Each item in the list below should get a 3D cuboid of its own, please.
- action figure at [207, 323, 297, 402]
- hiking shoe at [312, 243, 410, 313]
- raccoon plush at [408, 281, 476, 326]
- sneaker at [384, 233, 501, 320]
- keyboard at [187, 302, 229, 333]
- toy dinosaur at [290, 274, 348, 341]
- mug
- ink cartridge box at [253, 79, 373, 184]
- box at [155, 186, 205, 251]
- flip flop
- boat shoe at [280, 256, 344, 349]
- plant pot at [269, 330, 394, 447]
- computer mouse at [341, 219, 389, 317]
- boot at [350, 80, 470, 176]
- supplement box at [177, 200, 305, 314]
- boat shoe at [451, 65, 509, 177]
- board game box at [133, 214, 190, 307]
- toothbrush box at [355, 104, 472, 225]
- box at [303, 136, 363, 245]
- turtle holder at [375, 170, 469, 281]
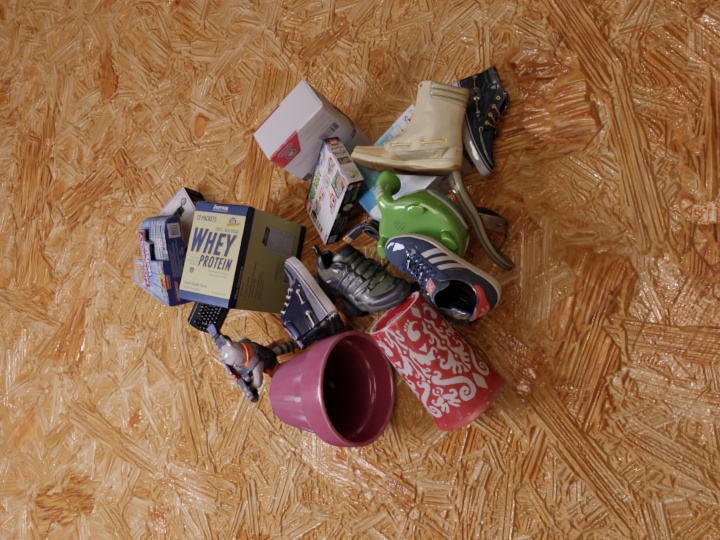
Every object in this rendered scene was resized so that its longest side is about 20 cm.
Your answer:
[{"bbox_3d":[-0.212,0.157,1.068,0.105,0.193,0.200,-49,64,12],"label":"action figure"},{"bbox_3d":[-0.007,0.008,0.936,0.200,0.101,0.076,10,44,36],"label":"hiking shoe"},{"bbox_3d":[0.130,0.052,0.939,0.199,0.134,0.097,-10,79,26],"label":"raccoon plush"},{"bbox_3d":[0.111,0.010,0.819,0.200,0.084,0.075,27,129,24],"label":"sneaker"},{"bbox_3d":[-0.327,0.045,1.200,0.201,0.104,0.040,-66,22,5],"label":"keyboard"},{"bbox_3d":[-0.087,0.071,1.059,0.200,0.102,0.136,142,130,-66],"label":"toy dinosaur"},{"bbox_3d":[0.104,0.155,0.899,0.177,0.133,0.200,-36,98,34],"label":"mug"},{"bbox_3d":[-0.088,-0.258,1.066,0.147,0.200,0.083,-42,63,15],"label":"ink cartridge box"},{"bbox_3d":[-0.396,-0.085,1.278,0.117,0.060,0.200,-43,65,16],"label":"box"},{"bbox_3d":[0.214,-0.086,0.908,0.057,0.081,0.200,-28,104,14],"label":"flip flop"},{"bbox_3d":[-0.116,0.056,0.981,0.093,0.075,0.200,-32,45,-11],"label":"boat shoe"},{"bbox_3d":[-0.064,0.221,0.996,0.179,0.200,0.201,-15,75,41],"label":"plant pot"},{"bbox_3d":[0.000,0.000,1.018,0.141,0.046,0.200,51,128,8],"label":"computer mouse"},{"bbox_3d":[0.087,-0.250,0.945,0.199,0.073,0.156,7,89,21],"label":"boot"},{"bbox_3d":[-0.237,-0.021,1.105,0.134,0.200,0.201,8,86,28],"label":"supplement box"},{"bbox_3d":[0.229,-0.274,0.974,0.091,0.071,0.201,-21,71,28],"label":"boat shoe"},{"bbox_3d":[-0.476,-0.025,1.260,0.200,0.062,0.201,3,102,47],"label":"board game box"},{"bbox_3d":[0.086,-0.186,1.029,0.200,0.085,0.147,-43,66,14],"label":"toothbrush box"},{"bbox_3d":[-0.057,-0.151,1.056,0.110,0.035,0.200,62,152,21],"label":"box"},{"bbox_3d":[0.098,-0.076,0.923,0.185,0.132,0.141,22,127,17],"label":"turtle holder"}]
